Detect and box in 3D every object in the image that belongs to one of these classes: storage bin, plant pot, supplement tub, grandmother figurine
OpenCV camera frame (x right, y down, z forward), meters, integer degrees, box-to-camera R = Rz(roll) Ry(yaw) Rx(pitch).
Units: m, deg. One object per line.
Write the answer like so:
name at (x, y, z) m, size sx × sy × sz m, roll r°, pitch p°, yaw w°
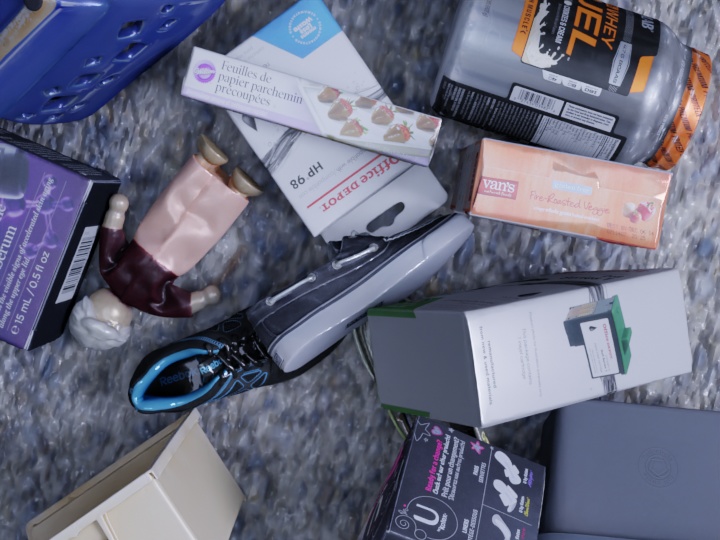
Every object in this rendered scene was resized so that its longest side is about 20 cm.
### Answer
storage bin at (-0.199, 0.220, 0.874) m, size 0.198 × 0.200 × 0.094 m, roll -34°, pitch 95°, yaw 3°
plant pot at (-0.250, -0.223, 0.823) m, size 0.199 × 0.180 × 0.201 m, roll -32°, pitch 94°, yaw 30°
supplement tub at (0.164, -0.154, 0.881) m, size 0.198 × 0.123 × 0.124 m, roll 17°, pitch 94°, yaw -1°
storage bin at (0.228, 0.186, 0.907) m, size 0.198 × 0.146 × 0.135 m, roll 6°, pitch 67°, yaw 1°
grandmother figurine at (-0.167, -0.010, 0.931) m, size 0.121 × 0.061 × 0.200 m, roll 44°, pitch 96°, yaw 5°

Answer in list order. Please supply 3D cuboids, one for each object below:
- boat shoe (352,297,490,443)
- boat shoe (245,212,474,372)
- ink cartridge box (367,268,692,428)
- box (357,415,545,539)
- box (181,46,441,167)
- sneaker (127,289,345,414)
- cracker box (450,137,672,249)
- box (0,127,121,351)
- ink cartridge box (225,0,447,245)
boat shoe at (0.055, 0.103, 0.930) m, size 0.072 × 0.060 × 0.203 m, roll -30°, pitch 93°, yaw 3°
boat shoe at (0.000, 0.000, 0.894) m, size 0.199 × 0.072 × 0.068 m, roll -34°, pitch 75°, yaw -14°
ink cartridge box at (0.128, 0.053, 0.848) m, size 0.199 × 0.146 × 0.085 m, roll -10°, pitch 94°, yaw -28°
box at (0.049, 0.238, 0.868) m, size 0.114 × 0.132 × 0.201 m, roll 22°, pitch 125°, yaw -1°
box at (-0.036, -0.125, 0.861) m, size 0.198 × 0.041 × 0.039 m, roll 16°, pitch 93°, yaw -1°
sneaker at (-0.098, 0.072, 0.921) m, size 0.199 × 0.082 × 0.074 m, roll -26°, pitch 93°, yaw 2°
cracker box at (0.143, -0.058, 0.849) m, size 0.133 × 0.200 × 0.058 m, roll 11°, pitch 94°, yaw 1°
box at (-0.319, -0.045, 0.906) m, size 0.199 × 0.104 × 0.149 m, roll 22°, pitch 94°, yaw -1°
ink cartridge box at (-0.024, -0.109, 0.915) m, size 0.115 × 0.067 × 0.201 m, roll -35°, pitch 92°, yaw 3°
